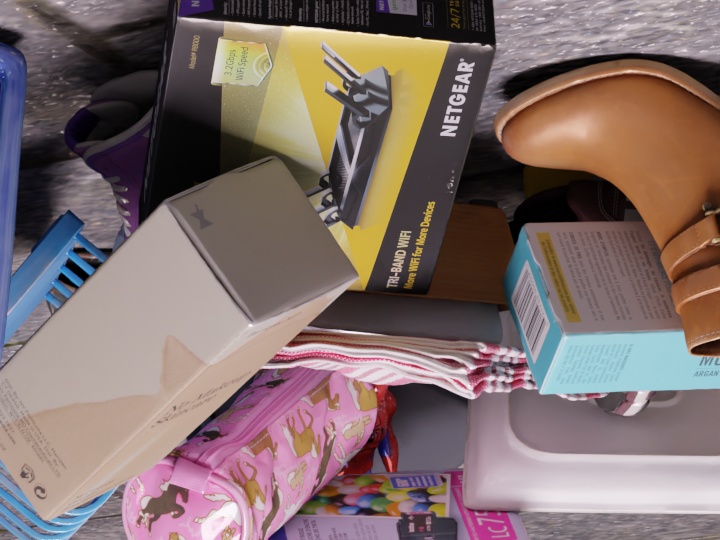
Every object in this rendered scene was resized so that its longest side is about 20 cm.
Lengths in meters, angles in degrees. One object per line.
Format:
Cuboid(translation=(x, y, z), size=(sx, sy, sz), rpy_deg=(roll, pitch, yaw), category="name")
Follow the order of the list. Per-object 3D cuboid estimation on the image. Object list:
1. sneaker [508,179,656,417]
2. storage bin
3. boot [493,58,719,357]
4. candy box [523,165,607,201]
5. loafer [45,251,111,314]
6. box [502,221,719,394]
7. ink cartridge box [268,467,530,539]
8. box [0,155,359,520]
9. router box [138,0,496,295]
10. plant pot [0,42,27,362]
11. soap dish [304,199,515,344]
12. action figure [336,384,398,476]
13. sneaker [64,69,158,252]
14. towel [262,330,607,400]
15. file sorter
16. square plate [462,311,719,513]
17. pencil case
Cuboid(translation=(0.127, 0.006, 1.717), size=(0.115, 0.076, 0.200), rpy_deg=(10, 141, -3), category="sneaker")
Cuboid(translation=(-0.011, 0.081, 1.942), size=(0.134, 0.146, 0.200), rpy_deg=(-37, 145, 18), category="storage bin")
Cuboid(translation=(0.167, -0.028, 1.556), size=(0.199, 0.155, 0.074), rpy_deg=(-3, 158, 11), category="boot")
Cuboid(translation=(0.196, -0.033, 1.734), size=(0.199, 0.026, 0.102), rpy_deg=(-1, 156, 6), category="candy box")
Cuboid(translation=(-0.102, 0.020, 1.848), size=(0.199, 0.072, 0.063), rpy_deg=(0, 143, 15), category="loafer")
Cuboid(translation=(0.183, 0.018, 1.599), size=(0.199, 0.082, 0.049), rpy_deg=(-1, 138, -18), category="box")
Cuboid(translation=(-0.005, 0.159, 1.771), size=(0.199, 0.042, 0.119), rpy_deg=(-5, -160, -6), category="ink cartridge box")
Cuboid(translation=(-0.102, 0.035, 1.513), size=(0.095, 0.078, 0.200), rpy_deg=(-25, 167, -48), category="box")
Cuboid(translation=(-0.026, -0.072, 1.515), size=(0.157, 0.052, 0.200), rpy_deg=(4, 141, -7), category="router box")
Cuboid(translation=(-0.300, -0.024, 1.563), size=(0.199, 0.201, 0.180), rpy_deg=(11, 166, -24), category="plant pot")
Cuboid(translation=(0.000, 0.000, 1.703), size=(0.157, 0.081, 0.200), rpy_deg=(6, 176, -10), category="soap dish")
Cuboid(translation=(-0.009, 0.133, 1.860), size=(0.065, 0.052, 0.200), rpy_deg=(-11, 134, -25), category="action figure")
Cuboid(translation=(-0.119, -0.055, 1.647), size=(0.114, 0.073, 0.200), rpy_deg=(14, 147, -22), category="sneaker")
Cuboid(translation=(0.038, 0.055, 1.651), size=(0.146, 0.030, 0.200), rpy_deg=(4, 176, 26), category="towel")
Cuboid(translation=(-0.178, 0.074, 1.736), size=(0.123, 0.139, 0.200), rpy_deg=(40, 165, -2), category="file sorter")
Cuboid(translation=(0.163, 0.071, 1.826), size=(0.199, 0.198, 0.029), rpy_deg=(1, 130, 3), category="square plate")
Cuboid(translation=(-0.062, 0.109, 1.719), size=(0.083, 0.087, 0.200), rpy_deg=(-15, -167, 29), category="pencil case")
